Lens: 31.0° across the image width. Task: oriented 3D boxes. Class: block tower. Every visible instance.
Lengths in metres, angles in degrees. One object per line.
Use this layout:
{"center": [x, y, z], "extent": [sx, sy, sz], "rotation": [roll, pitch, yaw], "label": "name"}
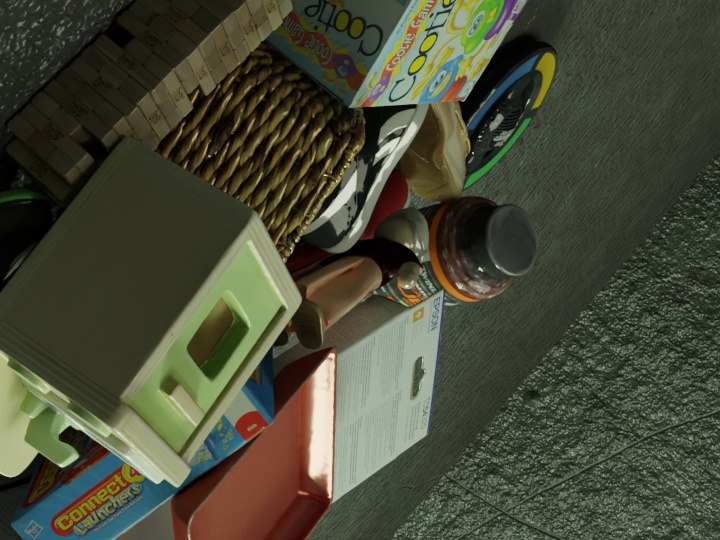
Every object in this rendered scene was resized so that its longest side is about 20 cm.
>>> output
{"center": [-0.124, -0.125, 0.790], "extent": [0.200, 0.058, 0.054], "rotation": [-48, 163, -10], "label": "block tower"}

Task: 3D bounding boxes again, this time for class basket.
{"center": [-0.108, -0.075, 0.930], "extent": [0.201, 0.148, 0.143], "rotation": [-56, -165, 19], "label": "basket"}

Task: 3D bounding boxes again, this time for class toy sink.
{"center": [-0.139, 0.049, 0.773], "extent": [0.200, 0.112, 0.131], "rotation": [-54, 158, -15], "label": "toy sink"}

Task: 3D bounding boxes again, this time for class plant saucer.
{"center": [-0.085, 0.181, 1.018], "extent": [0.200, 0.037, 0.201], "rotation": [-48, 152, -40], "label": "plant saucer"}

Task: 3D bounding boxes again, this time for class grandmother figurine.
{"center": [0.000, 0.000, 1.116], "extent": [0.200, 0.121, 0.061], "rotation": [-40, 132, -47], "label": "grandmother figurine"}

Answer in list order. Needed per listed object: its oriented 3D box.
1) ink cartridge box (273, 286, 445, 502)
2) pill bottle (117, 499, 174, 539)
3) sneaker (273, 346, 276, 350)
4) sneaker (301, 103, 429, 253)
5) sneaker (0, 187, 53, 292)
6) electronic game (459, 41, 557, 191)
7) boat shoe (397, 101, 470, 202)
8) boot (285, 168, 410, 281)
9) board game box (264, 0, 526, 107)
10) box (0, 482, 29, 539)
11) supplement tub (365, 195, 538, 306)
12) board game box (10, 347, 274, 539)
{"center": [-0.012, 0.121, 1.168], "extent": [0.199, 0.043, 0.197], "rotation": [-31, 141, -34], "label": "ink cartridge box"}
{"center": [-0.153, 0.191, 1.136], "extent": [0.113, 0.113, 0.200], "rotation": [-51, -178, 6], "label": "pill bottle"}
{"center": [-0.144, 0.097, 1.188], "extent": [0.200, 0.077, 0.085], "rotation": [-29, 161, -46], "label": "sneaker"}
{"center": [-0.017, -0.120, 1.051], "extent": [0.112, 0.073, 0.201], "rotation": [22, 90, -46], "label": "sneaker"}
{"center": [-0.244, 0.037, 0.782], "extent": [0.200, 0.084, 0.077], "rotation": [-51, 164, 6], "label": "sneaker"}
{"center": [0.148, -0.164, 1.422], "extent": [0.200, 0.042, 0.200], "rotation": [-45, 163, -18], "label": "electronic game"}
{"center": [0.060, -0.141, 1.213], "extent": [0.200, 0.073, 0.070], "rotation": [67, 38, -59], "label": "boat shoe"}
{"center": [-0.027, -0.054, 1.170], "extent": [0.200, 0.072, 0.145], "rotation": [-38, 159, -23], "label": "boot"}
{"center": [0.026, -0.192, 0.942], "extent": [0.103, 0.105, 0.200], "rotation": [-57, 163, 23], "label": "board game box"}
{"center": [-0.285, 0.318, 1.083], "extent": [0.200, 0.200, 0.171], "rotation": [-56, 160, 18], "label": "box"}
{"center": [0.088, -0.017, 1.327], "extent": [0.107, 0.107, 0.199], "rotation": [-37, -166, -35], "label": "supplement tub"}
{"center": [-0.159, 0.119, 1.001], "extent": [0.195, 0.056, 0.200], "rotation": [-36, -167, 4], "label": "board game box"}
